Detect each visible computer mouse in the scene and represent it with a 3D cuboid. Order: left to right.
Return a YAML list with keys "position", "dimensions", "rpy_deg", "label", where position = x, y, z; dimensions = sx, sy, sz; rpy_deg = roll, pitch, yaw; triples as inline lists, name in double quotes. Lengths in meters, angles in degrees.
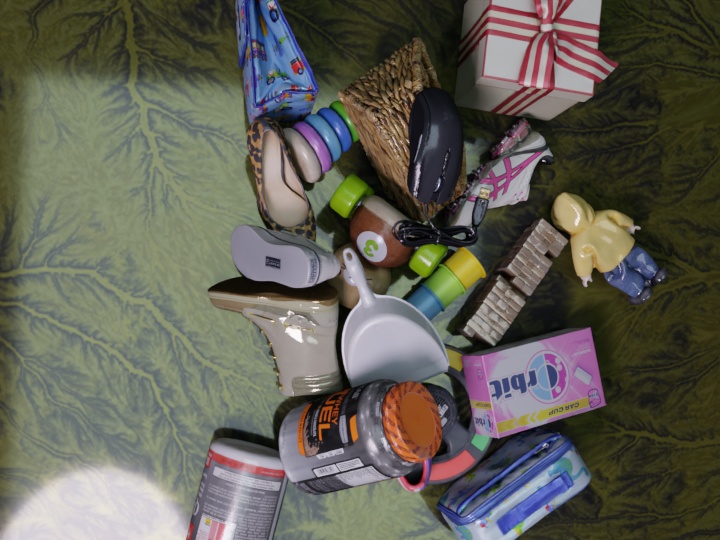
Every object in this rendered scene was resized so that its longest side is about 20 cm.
- position: [0.119, -0.123, 1.072]
  dimensions: [0.139, 0.046, 0.203]
  rpy_deg: [7, 92, -31]
  label: "computer mouse"

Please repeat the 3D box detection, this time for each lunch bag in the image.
- position: [-0.130, -0.311, 1.160]
  dimensions: [0.093, 0.151, 0.203]
  rpy_deg: [-15, 89, -9]
  label: "lunch bag"
- position: [0.210, 0.301, 1.170]
  dimensions: [0.199, 0.161, 0.083]
  rpy_deg: [-34, 92, -8]
  label: "lunch bag"

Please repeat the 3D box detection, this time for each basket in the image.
- position: [0.087, -0.188, 1.154]
  dimensions: [0.148, 0.143, 0.201]
  rpy_deg: [-34, 126, -9]
  label: "basket"

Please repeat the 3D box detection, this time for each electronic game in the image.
- position: [0.101, 0.204, 1.220]
  dimensions: [0.197, 0.042, 0.203]
  rpy_deg: [1, 86, -9]
  label: "electronic game"

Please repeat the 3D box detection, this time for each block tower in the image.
- position: [0.221, 0.022, 1.242]
  dimensions: [0.058, 0.054, 0.201]
  rpy_deg: [38, 83, -4]
  label: "block tower"

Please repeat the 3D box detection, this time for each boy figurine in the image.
- position: [0.357, -0.034, 1.262]
  dimensions: [0.199, 0.064, 0.125]
  rpy_deg: [40, 82, -4]
  label: "boy figurine"

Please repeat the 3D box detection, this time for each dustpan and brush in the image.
- position: [0.021, 0.064, 1.121]
  dimensions: [0.138, 0.057, 0.202]
  rpy_deg: [-22, 117, 7]
  label: "dustpan and brush"

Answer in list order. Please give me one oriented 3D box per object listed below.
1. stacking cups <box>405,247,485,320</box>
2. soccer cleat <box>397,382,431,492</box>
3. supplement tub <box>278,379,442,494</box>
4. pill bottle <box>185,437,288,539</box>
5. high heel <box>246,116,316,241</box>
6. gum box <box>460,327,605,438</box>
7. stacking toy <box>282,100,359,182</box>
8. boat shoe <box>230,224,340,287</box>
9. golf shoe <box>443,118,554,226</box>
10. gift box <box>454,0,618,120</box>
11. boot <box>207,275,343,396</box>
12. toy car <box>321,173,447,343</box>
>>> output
- position: [0.087, 0.047, 1.220]
  dimensions: [0.199, 0.060, 0.061]
  rpy_deg: [-39, 93, -7]
  label: "stacking cups"
- position: [0.061, 0.200, 1.161]
  dimensions: [0.067, 0.073, 0.203]
  rpy_deg: [-10, 87, -1]
  label: "soccer cleat"
- position: [-0.001, 0.212, 1.092]
  dimensions: [0.122, 0.199, 0.124]
  rpy_deg: [28, 51, -41]
  label: "supplement tub"
- position: [-0.169, 0.336, 1.133]
  dimensions: [0.114, 0.116, 0.203]
  rpy_deg: [15, 84, -7]
  label: "pill bottle"
- position: [-0.105, -0.106, 1.156]
  dimensions: [0.071, 0.143, 0.202]
  rpy_deg: [-23, 90, -9]
  label: "high heel"
- position: [0.253, 0.156, 1.216]
  dimensions: [0.197, 0.066, 0.115]
  rpy_deg: [-12, 89, -22]
  label: "gum box"
- position: [-0.019, -0.214, 1.216]
  dimensions: [0.199, 0.085, 0.086]
  rpy_deg: [-38, 93, -16]
  label: "stacking toy"
- position: [-0.104, -0.022, 1.146]
  dimensions: [0.065, 0.199, 0.073]
  rpy_deg: [-4, 100, -40]
  label: "boat shoe"
- position: [0.204, -0.125, 1.239]
  dimensions: [0.092, 0.073, 0.200]
  rpy_deg: [43, 81, -5]
  label: "golf shoe"
- position: [0.249, -0.326, 1.201]
  dimensions: [0.197, 0.187, 0.188]
  rpy_deg: [2, 87, -7]
  label: "gift box"
- position: [-0.117, 0.091, 1.172]
  dimensions: [0.197, 0.072, 0.157]
  rpy_deg: [6, 115, 23]
  label: "boot"
- position: [0.000, 0.000, 1.172]
  dimensions: [0.163, 0.158, 0.201]
  rpy_deg: [36, 94, 5]
  label: "toy car"
